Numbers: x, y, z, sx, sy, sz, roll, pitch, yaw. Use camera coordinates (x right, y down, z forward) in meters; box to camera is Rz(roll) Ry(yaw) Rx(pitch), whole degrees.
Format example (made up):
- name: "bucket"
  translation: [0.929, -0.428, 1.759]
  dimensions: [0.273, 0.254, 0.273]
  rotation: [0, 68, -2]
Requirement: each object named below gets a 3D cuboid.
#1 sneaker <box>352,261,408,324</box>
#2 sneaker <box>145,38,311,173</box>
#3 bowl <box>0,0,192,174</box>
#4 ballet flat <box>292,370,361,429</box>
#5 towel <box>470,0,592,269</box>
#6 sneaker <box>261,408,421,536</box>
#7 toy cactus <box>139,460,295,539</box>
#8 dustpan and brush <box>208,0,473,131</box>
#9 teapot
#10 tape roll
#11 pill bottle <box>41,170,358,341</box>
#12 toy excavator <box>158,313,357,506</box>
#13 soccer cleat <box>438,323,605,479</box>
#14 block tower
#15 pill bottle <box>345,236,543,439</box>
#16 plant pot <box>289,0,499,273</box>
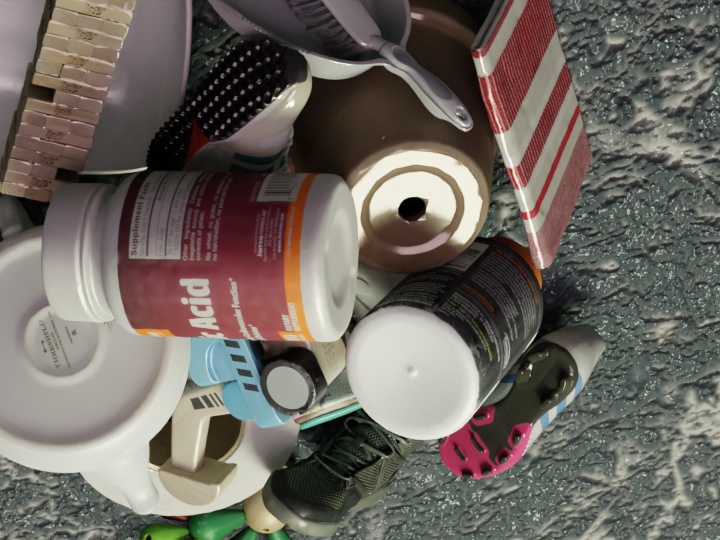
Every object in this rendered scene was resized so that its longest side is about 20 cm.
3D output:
- name: "sneaker"
  translation: [0.000, 0.000, 1.310]
  dimensions: [0.200, 0.116, 0.074]
  rotation: [44, 144, 0]
- name: "sneaker"
  translation: [-0.074, -0.095, 1.138]
  dimensions: [0.093, 0.071, 0.200]
  rotation: [14, 148, -32]
- name: "bowl"
  translation: [-0.225, -0.173, 1.163]
  dimensions: [0.198, 0.075, 0.201]
  rotation: [3, 122, -11]
- name: "ballet flat"
  translation: [0.029, 0.079, 1.362]
  dimensions: [0.199, 0.069, 0.072]
  rotation: [-13, 86, -16]
- name: "towel"
  translation: [0.130, -0.122, 1.222]
  dimensions: [0.023, 0.144, 0.201]
  rotation: [-2, 129, 26]
- name: "sneaker"
  translation: [-0.012, 0.160, 1.377]
  dimensions: [0.076, 0.199, 0.115]
  rotation: [36, 109, 19]
- name: "toy cactus"
  translation: [-0.106, 0.247, 1.472]
  dimensions: [0.199, 0.102, 0.165]
  rotation: [31, 95, -24]
- name: "dustpan and brush"
  translation: [0.001, -0.165, 1.119]
  dimensions: [0.200, 0.139, 0.057]
  rotation: [50, 144, 1]
- name: "teapot"
  translation: [-0.221, 0.060, 1.223]
  dimensions: [0.196, 0.146, 0.201]
  rotation: [19, 80, 1]
- name: "tape roll"
  translation: [-0.153, 0.113, 1.371]
  dimensions: [0.201, 0.071, 0.203]
  rotation: [-4, 125, -6]
- name: "pill bottle"
  translation: [-0.109, -0.010, 1.095]
  dimensions: [0.199, 0.114, 0.115]
  rotation: [1, 126, 13]
- name: "toy excavator"
  translation: [-0.097, 0.084, 1.265]
  dimensions: [0.199, 0.100, 0.195]
  rotation: [-12, 108, 31]
- name: "soccer cleat"
  translation: [0.149, 0.119, 1.429]
  dimensions: [0.070, 0.086, 0.200]
  rotation: [51, 132, 10]
- name: "block tower"
  translation: [-0.204, -0.137, 1.115]
  dimensions: [0.058, 0.054, 0.201]
  rotation: [11, 122, -18]
- name: "pill bottle"
  translation: [0.074, 0.039, 1.206]
  dimensions: [0.106, 0.200, 0.107]
  rotation: [10, 114, 22]
- name: "plant pot"
  translation: [0.027, -0.089, 1.203]
  dimensions: [0.199, 0.175, 0.201]
  rotation: [-5, 125, -7]
